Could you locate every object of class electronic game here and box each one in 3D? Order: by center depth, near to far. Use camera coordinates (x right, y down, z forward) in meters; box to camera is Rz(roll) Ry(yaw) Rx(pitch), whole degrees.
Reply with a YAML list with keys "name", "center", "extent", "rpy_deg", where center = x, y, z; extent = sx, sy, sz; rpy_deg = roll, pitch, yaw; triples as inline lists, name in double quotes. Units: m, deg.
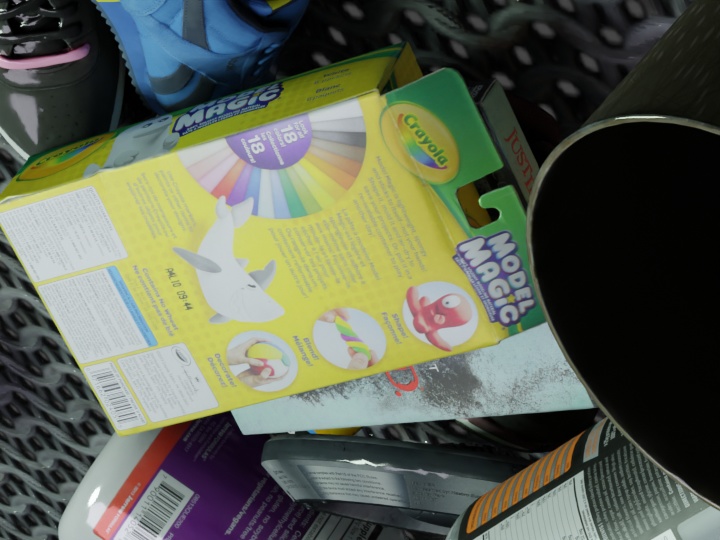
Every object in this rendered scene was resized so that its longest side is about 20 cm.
- name: "electronic game"
  center: [0.053, 0.100, 1.163]
  extent: [0.200, 0.042, 0.200]
  rpy_deg: [9, 171, 1]

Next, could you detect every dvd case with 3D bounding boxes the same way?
- name: "dvd case"
  center: [0.000, 0.000, 1.039]
  extent: [0.200, 0.022, 0.146]
  rpy_deg: [-7, 120, 37]

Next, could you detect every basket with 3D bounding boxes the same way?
- name: "basket"
  center: [0.158, -0.046, 0.759]
  extent: [0.136, 0.200, 0.180]
  rpy_deg: [16, 144, 32]

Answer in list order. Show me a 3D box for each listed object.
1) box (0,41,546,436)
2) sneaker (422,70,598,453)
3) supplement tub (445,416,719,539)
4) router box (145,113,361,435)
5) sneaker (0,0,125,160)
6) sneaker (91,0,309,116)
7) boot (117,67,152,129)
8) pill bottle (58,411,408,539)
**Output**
- name: "box"
  center: [-0.028, -0.013, 0.975]
  extent: [0.200, 0.048, 0.117]
  rpy_deg: [-13, 117, 26]
- name: "sneaker"
  center: [0.060, -0.004, 1.052]
  extent: [0.115, 0.076, 0.200]
  rpy_deg: [-14, 124, 49]
- name: "supplement tub"
  center: [0.117, 0.117, 0.999]
  extent: [0.200, 0.123, 0.123]
  rpy_deg: [-35, 109, 29]
- name: "router box"
  center: [-0.062, -0.007, 1.186]
  extent: [0.200, 0.051, 0.149]
  rpy_deg: [37, 149, -3]
- name: "sneaker"
  center: [-0.132, -0.118, 0.962]
  extent: [0.071, 0.099, 0.200]
  rpy_deg: [-8, 113, -1]
- name: "sneaker"
  center: [-0.049, -0.099, 0.996]
  extent: [0.078, 0.066, 0.200]
  rpy_deg: [14, 164, 14]
- name: "boot"
  center: [-0.156, -0.157, 1.039]
  extent: [0.158, 0.079, 0.211]
  rpy_deg: [21, 148, 23]
- name: "pill bottle"
  center: [-0.053, 0.152, 1.349]
  extent: [0.200, 0.112, 0.112]
  rpy_deg: [34, 150, 1]
